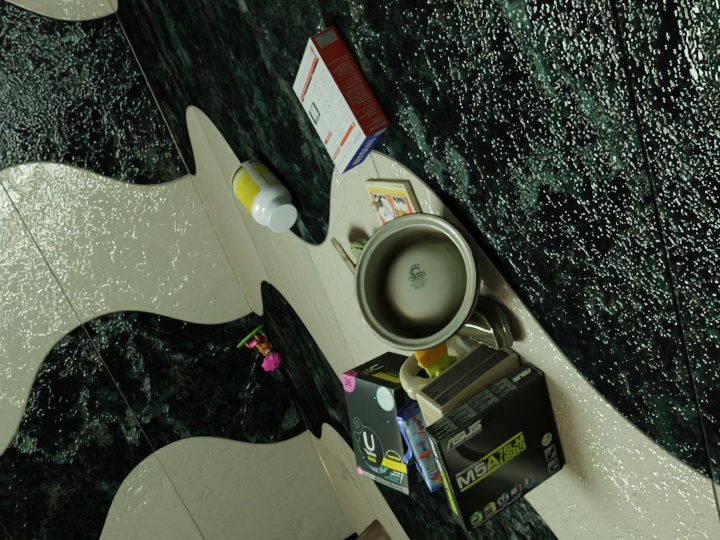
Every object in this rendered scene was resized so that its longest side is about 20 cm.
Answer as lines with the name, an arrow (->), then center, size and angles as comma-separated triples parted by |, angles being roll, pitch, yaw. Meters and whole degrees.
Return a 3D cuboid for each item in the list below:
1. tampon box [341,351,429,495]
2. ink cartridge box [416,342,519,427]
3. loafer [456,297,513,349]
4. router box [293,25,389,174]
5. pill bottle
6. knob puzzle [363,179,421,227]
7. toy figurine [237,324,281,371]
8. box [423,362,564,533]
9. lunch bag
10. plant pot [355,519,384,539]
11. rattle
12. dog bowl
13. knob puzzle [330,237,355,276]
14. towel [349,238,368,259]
tampon box -> 0.069, 0.273, 1.428 | 0.148, 0.125, 0.205 | 6, 110, 50
ink cartridge box -> 0.192, 0.240, 1.248 | 0.075, 0.163, 0.203 | 28, 145, 54
loafer -> 0.168, 0.082, 1.229 | 0.199, 0.069, 0.076 | 28, 145, 62
router box -> -0.038, -0.277, 1.306 | 0.182, 0.048, 0.200 | 61, 164, 2
pill bottle -> -0.240, -0.184, 1.960 | 0.200, 0.111, 0.113 | 48, 160, 39
knob puzzle -> 0.072, -0.059, 1.362 | 0.221, 0.030, 0.221 | 53, 162, 26
toy figurine -> -0.420, 0.352, 3.405 | 0.185, 0.149, 0.200 | 50, -175, 2
box -> 0.209, 0.271, 1.189 | 0.047, 0.197, 0.196 | 38, 152, 56
lunch bag -> 0.153, 0.271, 1.353 | 0.153, 0.197, 0.094 | 65, 163, -18
plant pot -> 0.031, 1.153, 3.172 | 0.188, 0.197, 0.188 | 52, 161, 26
rattle -> 0.111, 0.115, 1.326 | 0.144, 0.129, 0.201 | 52, -155, -18
dog bowl -> 0.091, 0.021, 1.174 | 0.202, 0.200, 0.073 | 53, -165, 23
knob puzzle -> 0.000, 0.000, 1.624 | 0.221, 0.030, 0.220 | 54, -179, -2
towel -> 0.054, 0.002, 1.450 | 0.149, 0.036, 0.200 | 50, 169, -14
